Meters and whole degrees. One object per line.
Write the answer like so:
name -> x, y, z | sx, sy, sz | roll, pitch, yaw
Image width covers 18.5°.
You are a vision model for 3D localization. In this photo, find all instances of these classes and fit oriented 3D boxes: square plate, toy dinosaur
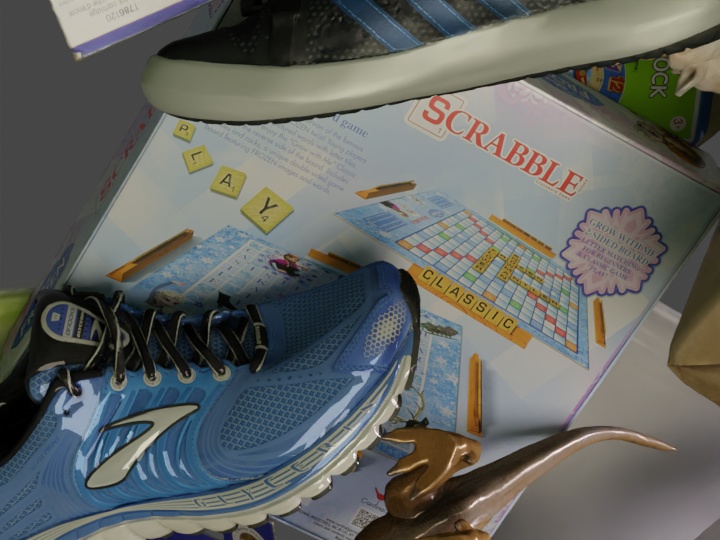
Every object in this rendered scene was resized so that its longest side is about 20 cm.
square plate -> 0.111, 0.113, 0.941 | 0.197, 0.028, 0.201 | 25, 105, -27
toy dinosaur -> 0.031, 0.088, 0.797 | 0.199, 0.106, 0.061 | -34, 78, -12

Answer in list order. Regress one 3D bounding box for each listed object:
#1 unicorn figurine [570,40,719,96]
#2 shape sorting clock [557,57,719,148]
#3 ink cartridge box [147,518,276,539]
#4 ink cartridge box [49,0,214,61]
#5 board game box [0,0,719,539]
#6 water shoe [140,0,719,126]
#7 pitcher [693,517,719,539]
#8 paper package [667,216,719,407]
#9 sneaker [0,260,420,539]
unicorn figurine -> 0.168, -0.137, 0.756 | 0.199, 0.074, 0.138 | -23, 135, -34
shape sorting clock -> 0.069, -0.116, 0.810 | 0.199, 0.039, 0.201 | -2, 117, -4
ink cartridge box -> -0.065, 0.169, 0.866 | 0.037, 0.094, 0.201 | -34, 131, -41
ink cartridge box -> -0.090, -0.179, 0.713 | 0.099, 0.039, 0.201 | -23, 108, -6
board game box -> 0.000, 0.000, 0.817 | 0.199, 0.041, 0.200 | 27, 111, -18
water shoe -> 0.023, -0.097, 0.718 | 0.199, 0.072, 0.079 | -10, 96, 2
pitcher -> 0.191, 0.149, 0.893 | 0.201, 0.121, 0.172 | -56, 138, -16
paper package -> 0.212, -0.042, 0.764 | 0.103, 0.200, 0.191 | 38, 123, -3
sneaker -> -0.072, 0.045, 0.765 | 0.199, 0.079, 0.089 | -25, 119, 8
